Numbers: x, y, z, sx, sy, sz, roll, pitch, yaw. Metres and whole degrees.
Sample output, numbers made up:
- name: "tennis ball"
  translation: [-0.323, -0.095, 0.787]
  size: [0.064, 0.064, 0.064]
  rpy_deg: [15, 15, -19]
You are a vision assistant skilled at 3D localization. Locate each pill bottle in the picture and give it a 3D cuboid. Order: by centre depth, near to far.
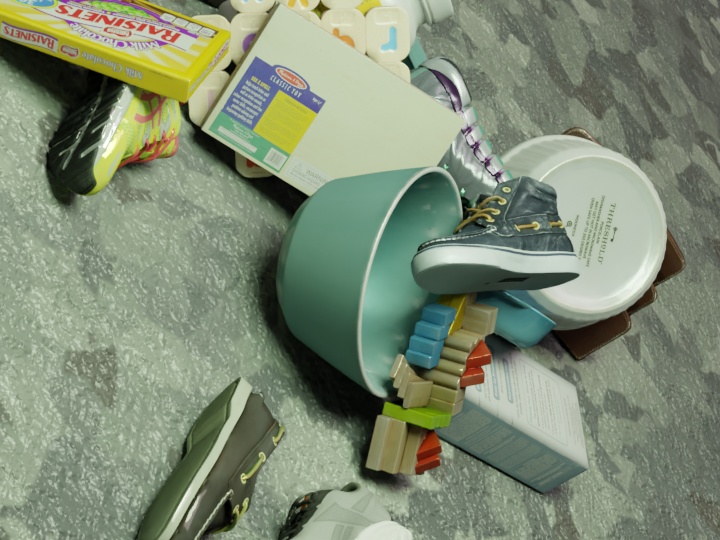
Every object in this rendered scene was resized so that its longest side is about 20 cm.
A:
- name: "pill bottle"
  translation: [-0.021, -0.234, 1.540]
  size: [0.112, 0.200, 0.113]
  rpy_deg: [-24, 90, -88]

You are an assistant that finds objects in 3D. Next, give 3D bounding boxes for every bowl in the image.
- name: "bowl"
  translation: [0.000, 0.000, 1.424]
  size: [0.201, 0.105, 0.201]
  rpy_deg: [-42, 139, -52]

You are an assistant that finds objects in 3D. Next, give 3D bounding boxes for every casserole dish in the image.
- name: "casserole dish"
  translation: [0.120, 0.035, 1.576]
  size: [0.121, 0.039, 0.200]
  rpy_deg: [31, 0, 0]

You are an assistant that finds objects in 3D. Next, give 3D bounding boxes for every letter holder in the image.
- name: "letter holder"
  translation: [0.236, -0.032, 1.777]
  size: [0.200, 0.142, 0.101]
  rpy_deg: [51, 32, -9]

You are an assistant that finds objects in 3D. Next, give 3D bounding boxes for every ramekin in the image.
- name: "ramekin"
  translation: [0.214, -0.037, 1.672]
  size: [0.202, 0.202, 0.094]
  rpy_deg: [48, -10, -12]

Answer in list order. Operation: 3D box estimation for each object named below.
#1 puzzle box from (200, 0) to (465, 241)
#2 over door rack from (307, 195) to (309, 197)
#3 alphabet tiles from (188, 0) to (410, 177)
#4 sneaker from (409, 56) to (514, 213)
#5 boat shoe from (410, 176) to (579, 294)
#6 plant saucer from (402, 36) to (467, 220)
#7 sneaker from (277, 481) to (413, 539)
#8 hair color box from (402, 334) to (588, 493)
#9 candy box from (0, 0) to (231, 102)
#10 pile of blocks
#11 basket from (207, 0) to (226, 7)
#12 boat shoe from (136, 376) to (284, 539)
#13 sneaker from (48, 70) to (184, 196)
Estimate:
- name: "puzzle box"
  translation: [-0.024, -0.131, 1.476]
  size: [0.200, 0.133, 0.025]
  rpy_deg: [31, 11, -15]
- name: "over door rack"
  translation: [0.025, -0.111, 1.572]
  size: [0.200, 0.067, 0.148]
  rpy_deg: [-44, 101, -28]
- name: "alphabet tiles"
  translation: [-0.055, -0.182, 1.481]
  size: [0.015, 0.200, 0.196]
  rpy_deg: [-122, -151, -73]
- name: "sneaker"
  translation: [0.080, -0.093, 1.543]
  size: [0.087, 0.074, 0.200]
  rpy_deg: [-25, 87, -19]
- name: "boat shoe"
  translation: [0.108, -0.032, 1.441]
  size: [0.200, 0.071, 0.091]
  rpy_deg: [2, 69, -47]
- name: "plant saucer"
  translation: [0.077, -0.148, 1.747]
  size: [0.019, 0.070, 0.200]
  rpy_deg: [-14, 72, -29]
- name: "sneaker"
  translation: [-0.038, 0.209, 1.271]
  size: [0.079, 0.074, 0.200]
  rpy_deg: [54, 24, 15]
- name: "hair color box"
  translation: [0.125, 0.122, 1.567]
  size: [0.200, 0.061, 0.099]
  rpy_deg: [32, 38, -35]
- name: "candy box"
  translation: [-0.213, -0.196, 1.338]
  size: [0.200, 0.026, 0.102]
  rpy_deg: [20, 36, 5]
- name: "pile of blocks"
  translation: [0.071, 0.089, 1.428]
  size: [0.200, 0.062, 0.082]
  rpy_deg: [-67, 156, -18]
- name: "basket"
  translation: [-0.121, -0.366, 1.616]
  size: [0.180, 0.136, 0.200]
  rpy_deg: [6, 61, -49]
- name: "boat shoe"
  translation: [-0.103, 0.154, 1.220]
  size: [0.061, 0.072, 0.201]
  rpy_deg: [44, 31, -11]
- name: "sneaker"
  translation: [-0.184, -0.117, 1.355]
  size: [0.090, 0.078, 0.200]
  rpy_deg: [48, 34, -24]
